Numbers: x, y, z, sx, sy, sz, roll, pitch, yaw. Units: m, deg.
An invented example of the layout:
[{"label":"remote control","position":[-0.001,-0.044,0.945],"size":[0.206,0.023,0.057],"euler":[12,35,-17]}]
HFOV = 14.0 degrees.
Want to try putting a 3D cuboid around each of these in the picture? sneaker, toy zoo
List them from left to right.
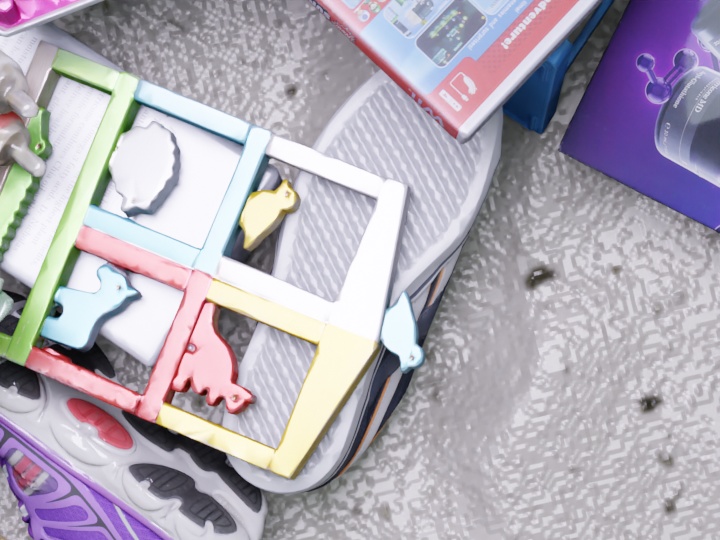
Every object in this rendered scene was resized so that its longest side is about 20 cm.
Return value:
[{"label":"sneaker","position":[-0.136,0.081,1.264],"size":[0.200,0.081,0.084],"euler":[39,117,16]},{"label":"toy zoo","position":[-0.066,0.001,1.218],"size":[0.199,0.020,0.132],"euler":[23,87,8]},{"label":"sneaker","position":[0.000,0.000,1.260],"size":[0.078,0.079,0.201],"euler":[27,90,9]}]

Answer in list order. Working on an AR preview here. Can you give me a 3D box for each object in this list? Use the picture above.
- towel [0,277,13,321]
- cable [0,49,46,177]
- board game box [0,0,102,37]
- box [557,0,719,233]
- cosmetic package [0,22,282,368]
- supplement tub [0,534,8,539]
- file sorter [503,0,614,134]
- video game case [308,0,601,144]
[{"label":"towel","position":[-0.229,0.044,1.213],"size":[0.153,0.200,0.023],"euler":[-49,118,-11]},{"label":"cable","position":[-0.190,-0.104,1.218],"size":[0.050,0.097,0.200],"euler":[-32,53,-11]},{"label":"board game box","position":[-0.092,-0.220,1.176],"size":[0.199,0.026,0.201],"euler":[-22,81,-5]},{"label":"box","position":[0.190,-0.112,1.243],"size":[0.141,0.079,0.201],"euler":[26,101,3]},{"label":"cosmetic package","position":[-0.141,-0.051,1.278],"size":[0.199,0.071,0.102],"euler":[34,87,6]},{"label":"supplement tub","position":[-0.173,0.181,1.219],"size":[0.199,0.145,0.146],"euler":[33,87,6]},{"label":"file sorter","position":[0.030,-0.174,1.250],"size":[0.200,0.139,0.123],"euler":[35,84,6]},{"label":"video game case","position":[0.016,-0.168,1.147],"size":[0.200,0.017,0.143],"euler":[43,82,5]}]
